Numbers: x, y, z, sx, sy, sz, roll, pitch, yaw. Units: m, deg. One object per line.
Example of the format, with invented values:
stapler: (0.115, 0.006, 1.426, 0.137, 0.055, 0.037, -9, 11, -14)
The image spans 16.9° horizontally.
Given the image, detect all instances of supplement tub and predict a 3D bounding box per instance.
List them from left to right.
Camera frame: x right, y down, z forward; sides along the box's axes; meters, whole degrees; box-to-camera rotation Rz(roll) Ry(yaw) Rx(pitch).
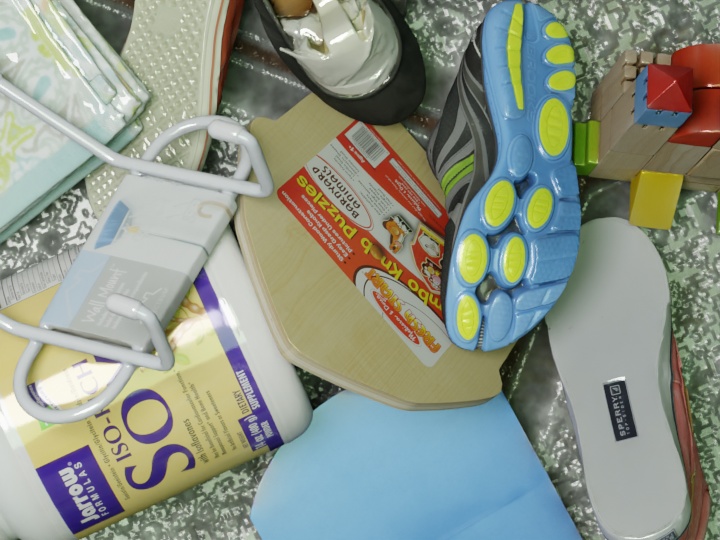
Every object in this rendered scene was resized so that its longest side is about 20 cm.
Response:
supplement tub: (-0.141, 0.061, 1.294, 0.200, 0.145, 0.146, -25, 92, -3)

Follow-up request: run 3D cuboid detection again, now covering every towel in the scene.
towel: (-0.235, -0.094, 1.320, 0.200, 0.048, 0.171, -37, 89, 12)

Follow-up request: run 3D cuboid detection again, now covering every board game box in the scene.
board game box: (0.035, 0.153, 1.362, 0.158, 0.039, 0.200, -30, 97, -8)

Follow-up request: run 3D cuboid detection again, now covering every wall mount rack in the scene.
wall mount rack: (-0.146, -0.027, 1.221, 0.174, 0.075, 0.200, 13, 57, 25)

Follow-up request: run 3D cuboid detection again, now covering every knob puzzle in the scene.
knob puzzle: (0.000, 0.000, 1.302, 0.220, 0.220, 0.030, 49, 128, -3)

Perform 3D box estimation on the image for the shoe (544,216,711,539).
shoe: (0.150, 0.075, 1.354, 0.071, 0.091, 0.200, -11, 62, 9)

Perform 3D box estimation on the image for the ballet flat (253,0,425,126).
ballet flat: (-0.028, -0.146, 1.283, 0.068, 0.068, 0.200, -32, 116, 9)

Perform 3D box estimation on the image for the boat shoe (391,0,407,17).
boat shoe: (0.004, -0.229, 1.326, 0.066, 0.072, 0.201, -3, 113, -19)

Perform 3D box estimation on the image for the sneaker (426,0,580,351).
sneaker: (0.077, -0.048, 1.326, 0.071, 0.083, 0.200, 12, 69, -18)

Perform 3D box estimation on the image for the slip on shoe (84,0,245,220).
slip on shoe: (-0.101, -0.112, 1.338, 0.074, 0.061, 0.200, 18, 102, 19)

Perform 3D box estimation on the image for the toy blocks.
toy blocks: (0.213, -0.085, 1.310, 0.200, 0.137, 0.100, 6, 75, -8)
